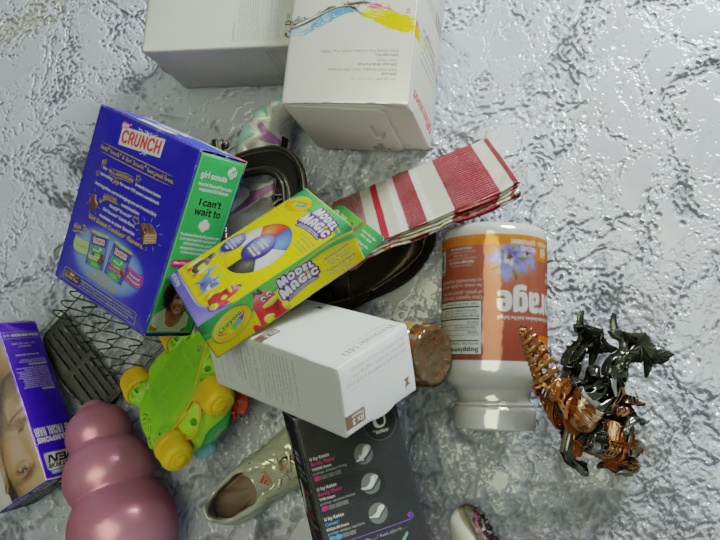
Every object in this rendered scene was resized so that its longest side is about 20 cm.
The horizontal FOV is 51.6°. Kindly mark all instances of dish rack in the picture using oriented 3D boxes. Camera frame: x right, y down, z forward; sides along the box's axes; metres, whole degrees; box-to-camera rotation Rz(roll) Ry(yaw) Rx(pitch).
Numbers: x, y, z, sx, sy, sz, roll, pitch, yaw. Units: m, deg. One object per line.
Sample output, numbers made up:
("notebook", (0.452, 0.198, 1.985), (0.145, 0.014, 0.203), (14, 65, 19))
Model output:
("dish rack", (-0.310, 0.066, 0.916), (0.200, 0.054, 0.154), (-46, 73, 5))

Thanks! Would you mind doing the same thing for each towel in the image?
("towel", (0.065, -0.076, 0.804), (0.196, 0.145, 0.023), (-22, 119, 6))

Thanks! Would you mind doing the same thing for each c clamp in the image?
("c clamp", (-0.132, -0.057, 0.838), (0.167, 0.027, 0.205), (-12, 84, 14))

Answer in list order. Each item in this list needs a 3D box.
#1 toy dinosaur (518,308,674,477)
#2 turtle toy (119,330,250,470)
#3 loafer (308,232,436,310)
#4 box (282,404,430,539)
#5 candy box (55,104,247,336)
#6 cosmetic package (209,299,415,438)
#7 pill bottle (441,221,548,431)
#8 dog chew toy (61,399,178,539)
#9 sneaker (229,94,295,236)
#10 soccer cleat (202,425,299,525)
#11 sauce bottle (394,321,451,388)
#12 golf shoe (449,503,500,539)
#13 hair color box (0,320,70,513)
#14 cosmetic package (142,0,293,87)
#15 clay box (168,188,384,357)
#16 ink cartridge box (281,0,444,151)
("toy dinosaur", (0.223, 0.119, 0.716), (0.101, 0.200, 0.137), (22, 70, 43))
("turtle toy", (-0.174, 0.126, 0.843), (0.201, 0.101, 0.146), (-50, 50, 5))
("loafer", (0.000, 0.000, 0.834), (0.199, 0.071, 0.074), (-38, 74, 7))
("box", (-0.003, 0.228, 0.748), (0.104, 0.122, 0.204), (-14, 87, -13))
("candy box", (-0.233, -0.056, 0.811), (0.167, 0.076, 0.204), (26, 102, 30))
("cosmetic package", (-0.053, 0.082, 0.722), (0.197, 0.101, 0.076), (9, 115, 43))
("pill bottle", (0.138, 0.059, 0.768), (0.110, 0.112, 0.205), (-1, 82, 14))
("dog chew toy", (-0.284, 0.246, 0.853), (0.123, 0.124, 0.203), (-27, 67, 9))
("sneaker", (-0.094, -0.091, 0.876), (0.139, 0.078, 0.202), (34, 101, 15))
("soccer cleat", (-0.088, 0.216, 0.822), (0.199, 0.077, 0.070), (-40, 74, 6))
("sauce bottle", (0.004, 0.086, 0.784), (0.198, 0.065, 0.068), (-4, 79, 45))
("golf shoe", (0.121, 0.343, 0.750), (0.090, 0.073, 0.204), (-21, 77, 12))
("hair color box", (-0.424, 0.178, 0.914), (0.108, 0.064, 0.203), (-32, 76, 23))
("cosmetic package", (-0.148, -0.279, 0.896), (0.195, 0.113, 0.083), (4, 82, 13))
("clay box", (-0.084, -0.011, 0.739), (0.198, 0.048, 0.115), (-35, 36, -12))
("ink cartridge box", (0.009, -0.252, 0.830), (0.141, 0.147, 0.205), (4, 82, 15))
